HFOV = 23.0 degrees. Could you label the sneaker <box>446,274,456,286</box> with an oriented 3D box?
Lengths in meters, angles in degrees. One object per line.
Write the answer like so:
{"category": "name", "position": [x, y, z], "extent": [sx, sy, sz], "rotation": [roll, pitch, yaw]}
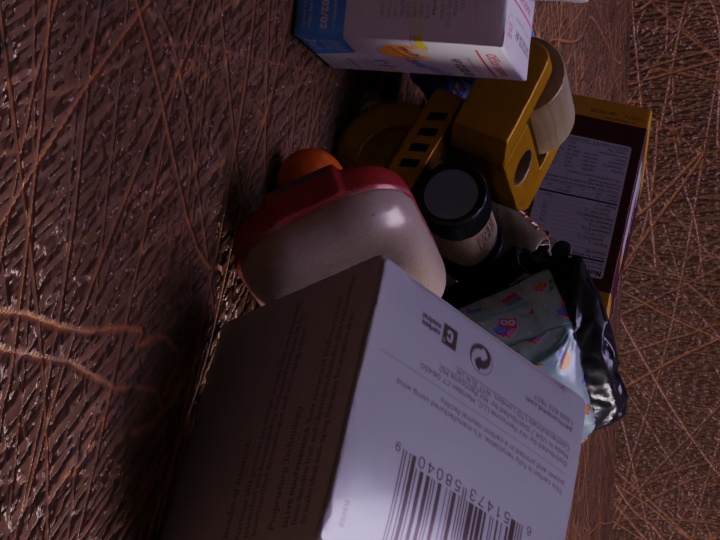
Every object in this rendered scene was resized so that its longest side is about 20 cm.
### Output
{"category": "sneaker", "position": [0.061, 0.075, 1.612], "extent": [0.071, 0.099, 0.201], "rotation": [81, -13, -89]}

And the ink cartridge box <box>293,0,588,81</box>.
{"category": "ink cartridge box", "position": [0.062, -0.188, 1.314], "extent": [0.115, 0.198, 0.069], "rotation": [22, 74, -74]}

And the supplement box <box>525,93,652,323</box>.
{"category": "supplement box", "position": [0.185, -0.036, 1.667], "extent": [0.197, 0.132, 0.202], "rotation": [72, 32, -71]}

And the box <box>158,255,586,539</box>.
{"category": "box", "position": [0.009, 0.139, 1.124], "extent": [0.198, 0.171, 0.201], "rotation": [34, 52, -29]}

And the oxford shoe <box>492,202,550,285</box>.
{"category": "oxford shoe", "position": [0.128, -0.030, 1.520], "extent": [0.070, 0.074, 0.202], "rotation": [25, 51, -63]}

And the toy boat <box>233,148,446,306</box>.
{"category": "toy boat", "position": [-0.021, -0.028, 1.255], "extent": [0.200, 0.130, 0.131], "rotation": [60, 7, -62]}

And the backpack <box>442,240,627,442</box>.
{"category": "backpack", "position": [0.105, 0.088, 1.407], "extent": [0.127, 0.199, 0.168], "rotation": [-113, -177, -56]}

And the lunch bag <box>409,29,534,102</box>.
{"category": "lunch bag", "position": [0.076, -0.212, 1.517], "extent": [0.200, 0.093, 0.152], "rotation": [27, 49, -60]}

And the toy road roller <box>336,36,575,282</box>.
{"category": "toy road roller", "position": [0.072, -0.102, 1.436], "extent": [0.201, 0.145, 0.123], "rotation": [-59, 158, -14]}
